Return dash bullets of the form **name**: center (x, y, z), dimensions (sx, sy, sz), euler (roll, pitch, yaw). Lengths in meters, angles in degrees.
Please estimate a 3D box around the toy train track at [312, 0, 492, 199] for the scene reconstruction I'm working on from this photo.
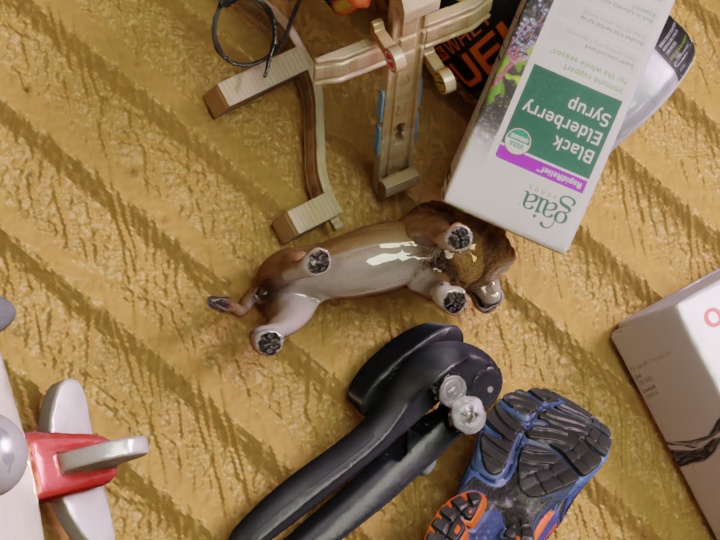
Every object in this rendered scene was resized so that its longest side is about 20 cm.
- **toy train track**: center (0.029, -0.098, 1.655), dimensions (0.114, 0.200, 0.033), euler (-23, 61, -17)

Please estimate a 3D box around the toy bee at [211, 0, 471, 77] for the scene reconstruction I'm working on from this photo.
- **toy bee**: center (0.011, -0.181, 1.634), dimensions (0.130, 0.109, 0.201), euler (24, 100, -14)

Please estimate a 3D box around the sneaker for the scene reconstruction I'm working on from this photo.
- **sneaker**: center (0.081, 0.142, 1.687), dimensions (0.075, 0.079, 0.200), euler (33, 46, 11)

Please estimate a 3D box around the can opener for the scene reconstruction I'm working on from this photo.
- **can opener**: center (0.005, 0.111, 1.664), dimensions (0.200, 0.078, 0.063), euler (-46, 113, -20)

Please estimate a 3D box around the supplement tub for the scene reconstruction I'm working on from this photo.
- **supplement tub**: center (0.097, -0.163, 1.747), dimensions (0.200, 0.122, 0.123), euler (45, 62, -6)

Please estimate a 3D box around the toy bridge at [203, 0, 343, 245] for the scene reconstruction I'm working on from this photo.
- **toy bridge**: center (-0.060, -0.113, 1.713), dimensions (0.067, 0.027, 0.201), euler (-28, 88, -29)

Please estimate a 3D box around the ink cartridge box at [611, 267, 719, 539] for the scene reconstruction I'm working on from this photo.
- **ink cartridge box**: center (0.268, 0.087, 1.777), dimensions (0.146, 0.084, 0.201), euler (-27, 89, -29)

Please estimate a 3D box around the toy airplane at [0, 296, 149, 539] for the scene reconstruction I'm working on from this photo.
- **toy airplane**: center (-0.200, 0.108, 1.521), dimensions (0.200, 0.141, 0.200), euler (37, 63, -11)

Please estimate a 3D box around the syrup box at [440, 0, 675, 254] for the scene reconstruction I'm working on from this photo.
- **syrup box**: center (0.120, -0.118, 1.652), dimensions (0.078, 0.081, 0.201), euler (23, 97, -2)

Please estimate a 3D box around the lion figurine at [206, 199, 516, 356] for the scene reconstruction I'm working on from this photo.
- **lion figurine**: center (0.000, 0.000, 1.678), dimensions (0.199, 0.122, 0.073), euler (-4, 100, -12)
